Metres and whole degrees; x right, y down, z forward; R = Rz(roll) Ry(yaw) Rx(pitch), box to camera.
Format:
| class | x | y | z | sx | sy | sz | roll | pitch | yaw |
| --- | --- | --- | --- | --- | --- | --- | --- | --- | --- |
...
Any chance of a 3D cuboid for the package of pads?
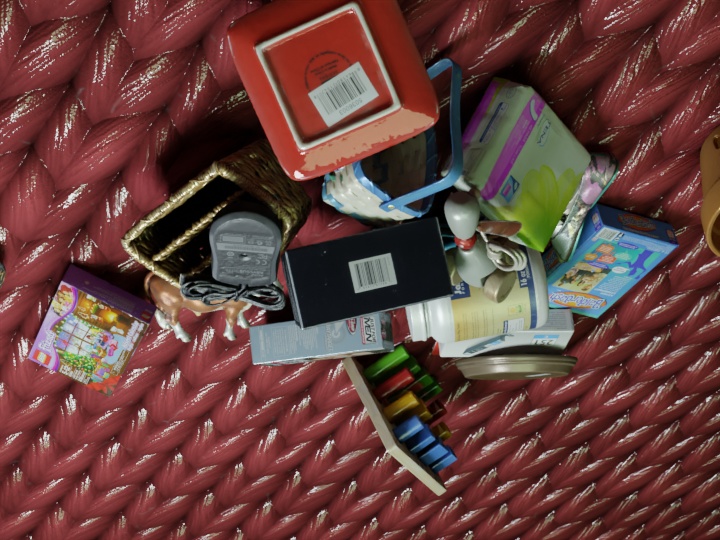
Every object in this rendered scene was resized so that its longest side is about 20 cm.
| class | x | y | z | sx | sy | sz | roll | pitch | yaw |
| --- | --- | --- | --- | --- | --- | --- | --- | --- | --- |
| package of pads | 0.206 | -0.139 | 1.651 | 0.200 | 0.068 | 0.155 | 38 | 78 | -45 |

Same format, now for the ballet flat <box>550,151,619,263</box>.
| class | x | y | z | sx | sy | sz | roll | pitch | yaw |
| --- | --- | --- | --- | --- | --- | --- | --- | --- | --- |
| ballet flat | 0.297 | -0.094 | 1.804 | 0.071 | 0.069 | 0.201 | 16 | 135 | -5 |

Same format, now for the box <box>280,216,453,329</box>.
| class | x | y | z | sx | sy | sz | roll | pitch | yaw |
| --- | --- | --- | --- | --- | --- | --- | --- | --- | --- |
| box | 0.003 | 0.004 | 1.664 | 0.199 | 0.105 | 0.182 | -13 | 179 | -6 |

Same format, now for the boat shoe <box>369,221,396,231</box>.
| class | x | y | z | sx | sy | sz | roll | pitch | yaw |
| --- | --- | --- | --- | --- | --- | --- | --- | --- | --- |
| boat shoe | 0.000 | 0.000 | 1.835 | 0.092 | 0.075 | 0.201 | -9 | 145 | -15 |

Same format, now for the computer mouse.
| class | x | y | z | sx | sy | sz | roll | pitch | yaw |
| --- | --- | --- | --- | --- | --- | --- | --- | --- | --- |
| computer mouse | -0.148 | -0.027 | 1.574 | 0.138 | 0.053 | 0.200 | 8 | 144 | -8 |

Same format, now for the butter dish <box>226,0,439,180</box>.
| class | x | y | z | sx | sy | sz | roll | pitch | yaw |
| --- | --- | --- | --- | --- | --- | --- | --- | --- | --- |
| butter dish | -0.023 | -0.231 | 1.478 | 0.199 | 0.148 | 0.200 | -22 | 98 | 14 |

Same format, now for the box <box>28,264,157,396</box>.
| class | x | y | z | sx | sy | sz | roll | pitch | yaw |
| --- | --- | --- | --- | --- | --- | --- | --- | --- | --- |
| box | -0.390 | 0.091 | 1.850 | 0.136 | 0.039 | 0.200 | 27 | 135 | -8 |

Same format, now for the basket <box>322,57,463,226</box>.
| class | x | y | z | sx | sy | sz | roll | pitch | yaw |
| --- | --- | --- | --- | --- | --- | --- | --- | --- | --- |
| basket | 0.047 | -0.149 | 1.566 | 0.199 | 0.177 | 0.139 | -24 | 139 | 36 |

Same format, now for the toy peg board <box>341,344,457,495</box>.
| class | x | y | z | sx | sy | sz | roll | pitch | yaw |
| --- | --- | --- | --- | --- | --- | --- | --- | --- | --- |
| toy peg board | 0.087 | 0.230 | 2.081 | 0.098 | 0.200 | 0.200 | -35 | 139 | 7 |

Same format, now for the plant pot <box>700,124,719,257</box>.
| class | x | y | z | sx | sy | sz | roll | pitch | yaw |
| --- | --- | --- | --- | --- | --- | --- | --- | --- | --- |
| plant pot | 0.552 | -0.124 | 1.755 | 0.199 | 0.141 | 0.201 | -7 | 143 | -5 |

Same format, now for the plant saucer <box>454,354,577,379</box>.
| class | x | y | z | sx | sy | sz | roll | pitch | yaw |
| --- | --- | --- | --- | --- | --- | --- | --- | --- | --- |
| plant saucer | 0.253 | 0.158 | 2.075 | 0.199 | 0.030 | 0.200 | -1 | 170 | 0 |

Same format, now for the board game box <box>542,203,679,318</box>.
| class | x | y | z | sx | sy | sz | roll | pitch | yaw |
| --- | --- | --- | --- | --- | --- | --- | --- | --- | --- |
| board game box | 0.358 | -0.011 | 1.937 | 0.151 | 0.045 | 0.200 | 13 | 138 | -29 |

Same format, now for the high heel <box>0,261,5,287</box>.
| class | x | y | z | sx | sy | sz | roll | pitch | yaw |
| --- | --- | --- | --- | --- | --- | --- | --- | --- | --- |
| high heel | -0.580 | 0.012 | 1.703 | 0.142 | 0.072 | 0.199 | -32 | 155 | 36 |

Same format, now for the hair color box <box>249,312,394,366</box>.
| class | x | y | z | sx | sy | sz | roll | pitch | yaw |
| --- | --- | --- | --- | --- | --- | --- | --- | --- | --- |
| hair color box | -0.056 | 0.103 | 1.919 | 0.199 | 0.061 | 0.099 | -9 | 173 | 11 |

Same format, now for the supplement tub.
| class | x | y | z | sx | sy | sz | roll | pitch | yaw |
| --- | --- | --- | --- | --- | --- | --- | --- | --- | --- |
| supplement tub | 0.163 | 0.027 | 1.855 | 0.199 | 0.145 | 0.145 | -10 | 144 | -2 |

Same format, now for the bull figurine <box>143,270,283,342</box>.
| class | x | y | z | sx | sy | sz | roll | pitch | yaw |
| --- | --- | --- | --- | --- | --- | --- | --- | --- | --- |
| bull figurine | -0.208 | 0.037 | 1.830 | 0.199 | 0.065 | 0.122 | 1 | 118 | 0 |

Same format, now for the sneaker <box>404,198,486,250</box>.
| class | x | y | z | sx | sy | sz | roll | pitch | yaw |
| --- | --- | --- | --- | --- | --- | --- | --- | --- | --- |
| sneaker | 0.153 | -0.077 | 1.767 | 0.200 | 0.082 | 0.073 | -34 | 136 | 27 |

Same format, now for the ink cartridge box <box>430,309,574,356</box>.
| class | x | y | z | sx | sy | sz | roll | pitch | yaw |
| --- | --- | --- | --- | --- | --- | --- | --- | --- | --- |
| ink cartridge box | 0.222 | 0.117 | 2.038 | 0.199 | 0.045 | 0.176 | 0 | 152 | -7 |

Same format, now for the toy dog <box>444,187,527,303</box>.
| class | x | y | z | sx | sy | sz | roll | pitch | yaw |
| --- | --- | --- | --- | --- | --- | --- | --- | --- | --- |
| toy dog | 0.157 | -0.044 | 1.623 | 0.132 | 0.097 | 0.200 | 33 | 158 | 7 |

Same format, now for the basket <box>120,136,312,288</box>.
| class | x | y | z | sx | sy | sz | roll | pitch | yaw |
| --- | --- | --- | --- | --- | --- | --- | --- | --- | --- |
| basket | -0.176 | -0.051 | 1.623 | 0.200 | 0.149 | 0.143 | -33 | 95 | 27 |
